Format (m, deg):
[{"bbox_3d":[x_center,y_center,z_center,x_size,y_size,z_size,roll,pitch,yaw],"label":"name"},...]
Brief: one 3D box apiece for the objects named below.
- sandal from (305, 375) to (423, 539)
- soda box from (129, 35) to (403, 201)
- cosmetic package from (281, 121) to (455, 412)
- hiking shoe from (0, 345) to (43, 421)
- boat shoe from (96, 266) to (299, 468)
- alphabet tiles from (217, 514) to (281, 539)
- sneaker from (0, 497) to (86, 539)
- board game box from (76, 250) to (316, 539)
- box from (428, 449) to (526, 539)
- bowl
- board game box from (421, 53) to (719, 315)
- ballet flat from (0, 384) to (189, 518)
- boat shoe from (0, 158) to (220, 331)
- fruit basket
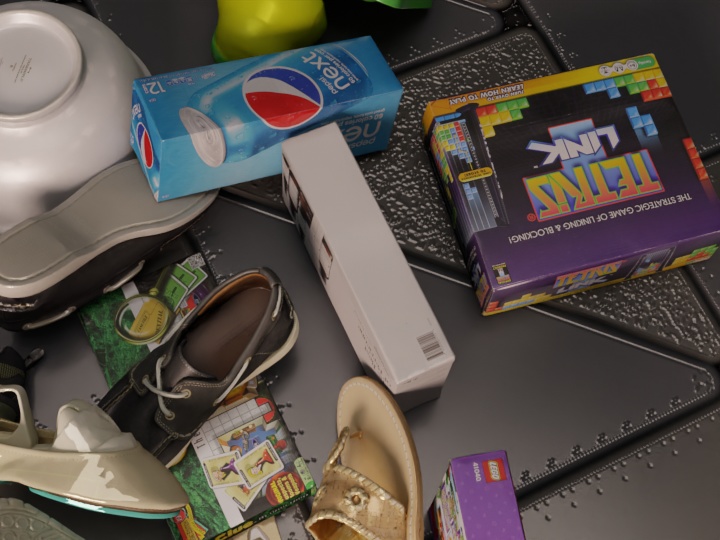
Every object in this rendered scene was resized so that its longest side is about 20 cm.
[{"bbox_3d":[-0.001,0.171,0.723,0.069,0.077,0.215,2,66,-38],"label":"sandal"},{"bbox_3d":[-0.071,-0.117,0.837,0.197,0.068,0.065,-16,59,-25],"label":"soda box"},{"bbox_3d":[0.000,0.000,0.808,0.050,0.083,0.202,-22,69,-11],"label":"cosmetic package"},{"bbox_3d":[-0.322,0.052,0.755,0.198,0.076,0.102,30,44,-20],"label":"hiking shoe"},{"bbox_3d":[-0.126,0.075,0.746,0.200,0.068,0.072,-42,74,-15],"label":"boat shoe"},{"bbox_3d":[-0.073,0.272,0.722,0.164,0.006,0.203,-17,68,-11],"label":"alphabet tiles"},{"bbox_3d":[-0.181,0.234,0.696,0.199,0.111,0.077,36,33,-14],"label":"sneaker"},{"bbox_3d":[-0.120,0.091,0.788,0.104,0.024,0.202,-25,68,-12],"label":"board game box"},{"bbox_3d":[0.084,0.228,0.681,0.038,0.137,0.203,-7,67,-7],"label":"box"},{"bbox_3d":[-0.253,-0.134,0.845,0.197,0.091,0.204,2,65,-4],"label":"bowl"},{"bbox_3d":[0.164,-0.071,0.865,0.197,0.057,0.168,-14,66,-10],"label":"board game box"},{"bbox_3d":[-0.200,0.107,0.684,0.196,0.070,0.071,7,65,6],"label":"ballet flat"},{"bbox_3d":[-0.186,-0.021,0.814,0.074,0.061,0.199,37,51,21],"label":"boat shoe"},{"bbox_3d":[-0.047,-0.252,0.907,0.212,0.155,0.220,4,104,17],"label":"fruit basket"}]
